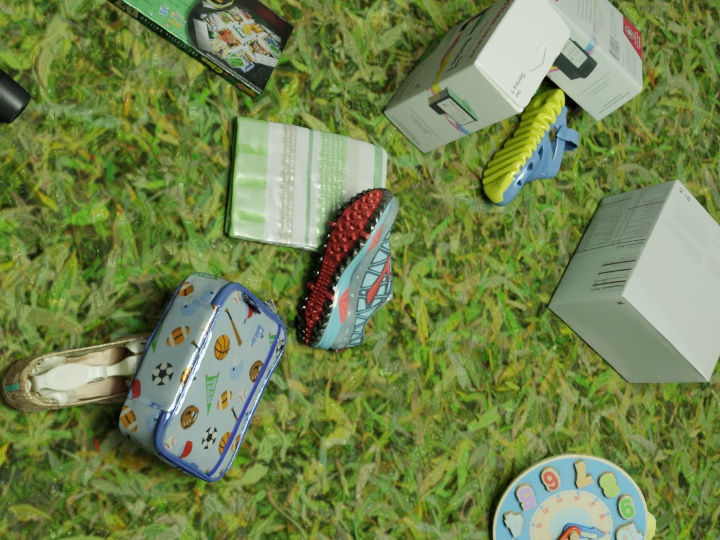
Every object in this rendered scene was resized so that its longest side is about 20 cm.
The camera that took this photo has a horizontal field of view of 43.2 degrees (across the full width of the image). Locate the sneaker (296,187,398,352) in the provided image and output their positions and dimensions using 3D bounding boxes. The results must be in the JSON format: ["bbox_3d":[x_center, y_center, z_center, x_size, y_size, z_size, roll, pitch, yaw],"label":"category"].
[{"bbox_3d":[0.000,0.000,1.062,0.095,0.079,0.201,17,103,-39],"label":"sneaker"}]

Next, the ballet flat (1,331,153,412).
[{"bbox_3d":[-0.254,0.104,0.918,0.199,0.065,0.071,-13,88,-31],"label":"ballet flat"}]

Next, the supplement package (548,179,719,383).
[{"bbox_3d":[0.405,0.021,1.263,0.191,0.147,0.201,41,65,-19],"label":"supplement package"}]

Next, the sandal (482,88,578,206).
[{"bbox_3d":[0.240,-0.156,1.238,0.087,0.079,0.200,48,65,-20],"label":"sandal"}]

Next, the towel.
[{"bbox_3d":[-0.062,-0.095,1.084,0.199,0.031,0.150,9,77,-26],"label":"towel"}]

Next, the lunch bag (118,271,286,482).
[{"bbox_3d":[-0.153,0.109,0.944,0.201,0.075,0.160,-64,148,-19],"label":"lunch bag"}]

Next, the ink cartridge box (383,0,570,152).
[{"bbox_3d":[0.140,-0.243,1.118,0.084,0.200,0.145,42,65,-19],"label":"ink cartridge box"}]

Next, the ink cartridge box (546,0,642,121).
[{"bbox_3d":[0.296,-0.330,1.264,0.200,0.083,0.146,36,45,-20],"label":"ink cartridge box"}]

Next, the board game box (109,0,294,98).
[{"bbox_3d":[-0.179,-0.296,1.044,0.199,0.023,0.105,32,70,-23],"label":"board game box"}]

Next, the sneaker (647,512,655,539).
[{"bbox_3d":[0.315,0.344,1.207,0.199,0.076,0.106,28,71,-25],"label":"sneaker"}]

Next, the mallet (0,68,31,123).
[{"bbox_3d":[-0.412,-0.126,0.880,0.066,0.041,0.200,48,67,-17],"label":"mallet"}]

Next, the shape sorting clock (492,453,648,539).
[{"bbox_3d":[0.266,0.327,1.152,0.199,0.039,0.201,-1,106,-4],"label":"shape sorting clock"}]
